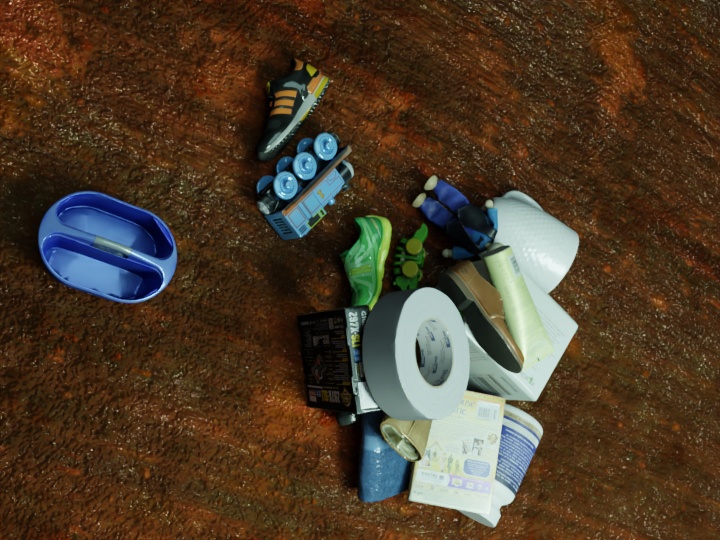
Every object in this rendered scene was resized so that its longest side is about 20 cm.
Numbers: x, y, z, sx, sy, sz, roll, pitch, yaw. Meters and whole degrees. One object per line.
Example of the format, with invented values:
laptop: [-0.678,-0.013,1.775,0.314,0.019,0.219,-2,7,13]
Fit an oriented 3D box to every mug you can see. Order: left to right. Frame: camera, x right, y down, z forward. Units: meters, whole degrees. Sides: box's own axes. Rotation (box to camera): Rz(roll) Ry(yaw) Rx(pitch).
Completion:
mug: [0.307,-0.073,1.514,0.174,0.148,0.201,31,48,-9]

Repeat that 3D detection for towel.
towel: [0.045,0.289,1.333,0.111,0.048,0.202,-7,105,-44]

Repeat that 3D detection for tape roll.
tape roll: [0.089,0.129,1.211,0.199,0.066,0.202,16,70,-49]

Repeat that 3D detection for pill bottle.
pill bottle: [0.244,0.353,1.435,0.115,0.115,0.201,38,68,-19]

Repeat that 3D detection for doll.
doll: [0.188,-0.081,1.438,0.200,0.137,0.048,41,19,17]

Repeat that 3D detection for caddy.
caddy: [-0.372,-0.032,1.158,0.199,0.105,0.143,21,75,-24]

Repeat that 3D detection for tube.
tube: [0.258,0.060,1.296,0.058,0.052,0.201,-22,96,15]

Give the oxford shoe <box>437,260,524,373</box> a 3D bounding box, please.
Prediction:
oxford shoe: [0.209,0.071,1.256,0.071,0.071,0.201,-33,90,-28]

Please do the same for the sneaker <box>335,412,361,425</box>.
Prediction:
sneaker: [0.015,0.174,1.369,0.199,0.060,0.105,-33,101,-33]

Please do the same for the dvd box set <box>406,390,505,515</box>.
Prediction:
dvd box set: [0.166,0.307,1.358,0.145,0.029,0.202,11,77,-6]

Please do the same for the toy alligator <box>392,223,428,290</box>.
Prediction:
toy alligator: [0.082,0.009,1.429,0.054,0.059,0.202,7,78,15]

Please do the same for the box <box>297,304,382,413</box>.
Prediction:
box: [-0.038,0.142,1.263,0.049,0.200,0.161,-7,87,-27]

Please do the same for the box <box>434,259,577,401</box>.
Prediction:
box: [0.232,0.107,1.409,0.200,0.199,0.172,44,67,-15]

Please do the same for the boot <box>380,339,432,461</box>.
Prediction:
boot: [0.078,0.177,1.284,0.175,0.066,0.201,46,49,-20]

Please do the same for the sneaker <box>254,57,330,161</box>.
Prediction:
sneaker: [-0.137,-0.276,1.343,0.090,0.070,0.201,36,68,-4]

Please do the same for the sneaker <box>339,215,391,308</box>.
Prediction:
sneaker: [0.000,0.000,1.382,0.083,0.074,0.202,12,77,-6]

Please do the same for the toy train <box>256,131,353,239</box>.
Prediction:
toy train: [-0.090,-0.147,1.340,0.200,0.086,0.115,-48,115,-26]

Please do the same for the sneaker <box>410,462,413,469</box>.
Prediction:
sneaker: [0.177,0.315,1.408,0.200,0.066,0.079,-40,74,-12]
